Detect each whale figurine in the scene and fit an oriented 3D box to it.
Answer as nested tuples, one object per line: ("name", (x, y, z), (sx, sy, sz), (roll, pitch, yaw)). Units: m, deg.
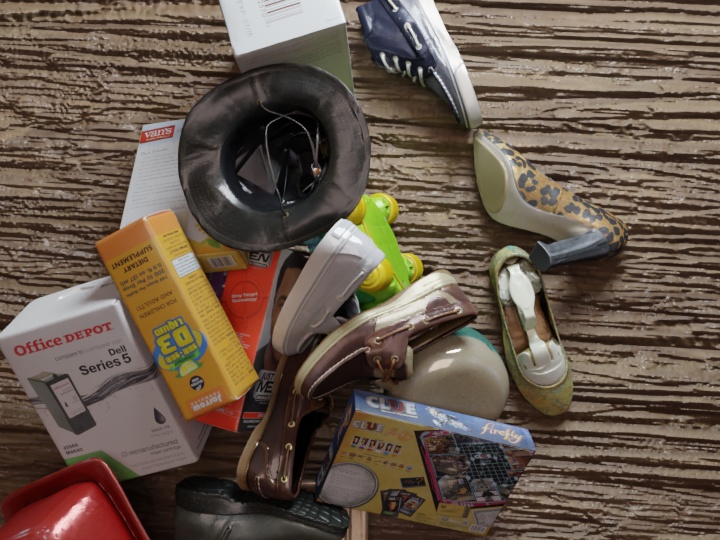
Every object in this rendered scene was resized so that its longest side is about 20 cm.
("whale figurine", (0.068, 0.140, 0.925), (0.159, 0.104, 0.200), (37, 111, -25))

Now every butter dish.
("butter dish", (-0.315, 0.324, 0.852), (0.200, 0.148, 0.200), (-26, 93, 31))

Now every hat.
("hat", (-0.082, -0.112, 0.850), (0.200, 0.081, 0.201), (0, 91, 10))

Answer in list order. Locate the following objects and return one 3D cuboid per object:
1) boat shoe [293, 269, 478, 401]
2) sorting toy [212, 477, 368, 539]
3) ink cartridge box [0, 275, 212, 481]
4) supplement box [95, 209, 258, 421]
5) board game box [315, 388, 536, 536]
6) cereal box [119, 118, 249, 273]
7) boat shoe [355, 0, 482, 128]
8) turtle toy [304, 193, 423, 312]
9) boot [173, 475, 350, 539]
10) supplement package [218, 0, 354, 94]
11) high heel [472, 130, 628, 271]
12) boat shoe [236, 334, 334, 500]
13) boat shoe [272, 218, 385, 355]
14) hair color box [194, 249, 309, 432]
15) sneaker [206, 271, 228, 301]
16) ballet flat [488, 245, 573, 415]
("boat shoe", (0.029, 0.078, 0.832), (0.200, 0.072, 0.072), (-31, 63, -15))
("sorting toy", (-0.083, 0.333, 0.938), (0.184, 0.036, 0.201), (1, 89, 2))
("ink cartridge box", (-0.266, 0.118, 0.885), (0.145, 0.084, 0.201), (-16, 112, 13))
("supplement box", (-0.180, 0.044, 0.828), (0.066, 0.069, 0.200), (-26, 96, 14))
("board game box", (0.066, 0.208, 0.884), (0.199, 0.035, 0.136), (15, 119, -12))
("cereal box", (-0.186, -0.087, 0.921), (0.143, 0.040, 0.201), (-6, 56, 12))
("boat shoe", (0.066, -0.242, 0.971), (0.092, 0.075, 0.201), (-24, 77, 6))
("turtle toy", (0.000, 0.000, 0.921), (0.101, 0.146, 0.201), (-24, 83, 21))
("boot", (-0.114, 0.302, 0.897), (0.199, 0.068, 0.131), (7, 96, 8))
("supplement package", (-0.080, -0.255, 0.903), (0.117, 0.200, 0.117), (-18, 79, -1))
("high heel", (0.219, -0.090, 0.968), (0.142, 0.071, 0.200), (-11, 62, -30))
("boat shoe", (-0.064, 0.153, 0.906), (0.070, 0.070, 0.201), (4, 62, 30))
("boat shoe", (-0.031, 0.032, 0.840), (0.068, 0.072, 0.200), (36, 130, 6))
("hair color box", (-0.114, 0.074, 0.922), (0.061, 0.101, 0.201), (11, 85, 22))
("sneaker", (-0.155, 0.000, 0.951), (0.114, 0.073, 0.201), (-17, 84, -3))
("ballet flat", (0.192, 0.068, 0.935), (0.070, 0.071, 0.201), (-15, 85, 0))
